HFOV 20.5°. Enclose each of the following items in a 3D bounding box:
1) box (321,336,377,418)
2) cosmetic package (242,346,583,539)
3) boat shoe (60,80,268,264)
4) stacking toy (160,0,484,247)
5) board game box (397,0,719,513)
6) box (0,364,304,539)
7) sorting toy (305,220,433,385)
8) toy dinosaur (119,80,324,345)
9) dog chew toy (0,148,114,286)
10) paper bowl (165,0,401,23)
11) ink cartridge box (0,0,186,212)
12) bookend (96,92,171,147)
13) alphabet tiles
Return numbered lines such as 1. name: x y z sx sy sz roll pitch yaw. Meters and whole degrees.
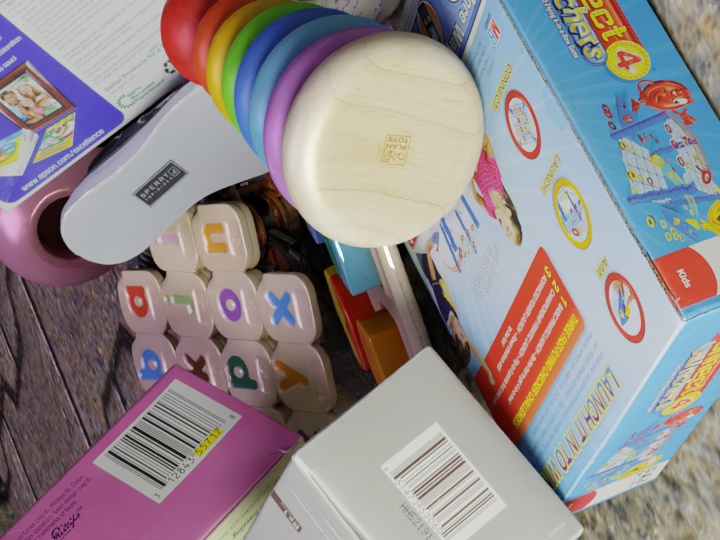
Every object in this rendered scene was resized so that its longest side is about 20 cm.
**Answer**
1. box: 0.028 0.155 1.128 0.200 0.048 0.159 49 152 48
2. cosmetic package: 0.014 0.123 0.895 0.107 0.090 0.200 48 156 10
3. boat shoe: -0.093 -0.075 1.112 0.069 0.200 0.057 43 -148 -26
4. stacking toy: -0.033 -0.082 0.829 0.200 0.085 0.086 38 142 54
5. board game box: 0.079 -0.026 0.806 0.196 0.056 0.200 63 160 21
6. box: -0.108 0.188 1.097 0.097 0.176 0.200 26 147 29
7. sorting toy: 0.000 0.000 0.972 0.201 0.036 0.185 65 176 -18
8. toy dinosaur: -0.071 -0.022 1.215 0.136 0.102 0.201 -1 86 56
9. dog chew toy: -0.246 -0.067 1.577 0.200 0.124 0.125 -130 27 -63
10. paper bowl: -0.061 -0.202 0.954 0.201 0.104 0.201 55 157 38
11. ink cartridge box: -0.186 -0.144 1.070 0.200 0.198 0.043 39 -156 -44
12. bookend: -0.202 -0.165 1.143 0.092 0.198 0.200 -109 29 -44
13. alphabet tiles: -0.075 0.057 1.163 0.195 0.015 0.201 0 105 51
